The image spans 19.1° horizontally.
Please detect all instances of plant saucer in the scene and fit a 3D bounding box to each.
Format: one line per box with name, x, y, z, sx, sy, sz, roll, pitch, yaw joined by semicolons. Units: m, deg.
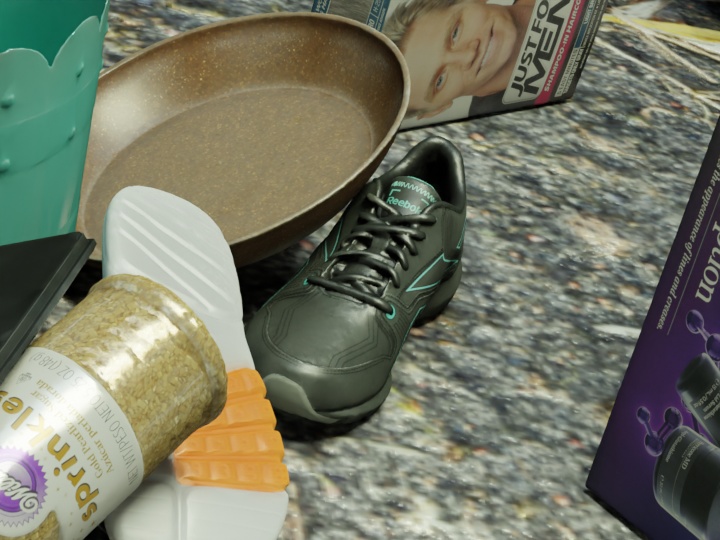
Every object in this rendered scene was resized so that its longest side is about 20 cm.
plant saucer;-0.068;-0.055;1.029;0.199;0.037;0.201;-13;37;10

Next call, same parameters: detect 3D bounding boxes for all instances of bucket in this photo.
bucket;-0.209;-0.070;0.920;0.206;0.136;0.208;6;30;-3

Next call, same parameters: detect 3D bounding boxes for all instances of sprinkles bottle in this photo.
sprinkles bottle;-0.130;0.081;0.728;0.068;0.069;0.200;28;48;22

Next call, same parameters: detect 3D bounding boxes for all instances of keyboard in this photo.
keyboard;-0.173;0.039;0.747;0.126;0.021;0.200;-9;20;14

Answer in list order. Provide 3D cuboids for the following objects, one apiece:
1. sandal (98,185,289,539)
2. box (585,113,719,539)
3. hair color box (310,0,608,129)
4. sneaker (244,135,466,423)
sandal;-0.079;0.055;0.867;0.079;0.059;0.207;18;39;-24
box;0.193;0.040;0.891;0.079;0.201;0.141;-13;39;-44
hair color box;0.058;-0.145;1.260;0.199;0.101;0.060;-14;41;-43
sneaker;0.000;0.000;0.993;0.075;0.080;0.200;23;30;9
